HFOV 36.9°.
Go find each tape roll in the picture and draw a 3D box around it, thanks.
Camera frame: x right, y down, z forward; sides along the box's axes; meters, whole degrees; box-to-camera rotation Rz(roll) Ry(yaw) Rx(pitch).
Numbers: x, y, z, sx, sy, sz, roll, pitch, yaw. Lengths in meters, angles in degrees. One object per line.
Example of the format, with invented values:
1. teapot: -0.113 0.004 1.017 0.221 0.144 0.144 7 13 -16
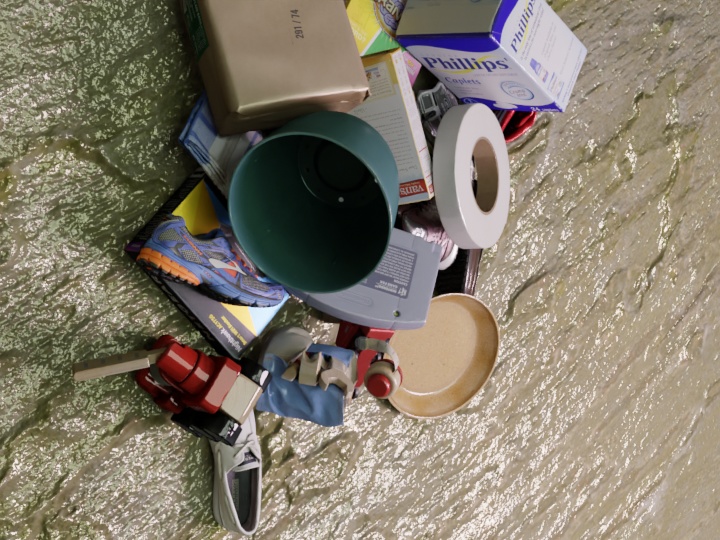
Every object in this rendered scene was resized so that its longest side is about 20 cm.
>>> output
1. tape roll: 0.159 -0.131 1.512 0.202 0.036 0.207 7 82 -60

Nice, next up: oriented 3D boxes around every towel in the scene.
1. towel: -0.143 -0.137 1.369 0.201 0.024 0.148 50 35 -28

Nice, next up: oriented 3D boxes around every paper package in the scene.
1. paper package: -0.109 -0.282 1.325 0.188 0.103 0.203 -13 83 -27

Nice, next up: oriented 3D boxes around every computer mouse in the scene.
1. computer mouse: 0.097 -0.220 1.535 0.111 0.043 0.200 66 25 -7

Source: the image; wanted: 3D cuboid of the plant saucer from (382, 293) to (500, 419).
1. plant saucer: 0.113 0.121 1.584 0.197 0.035 0.204 -11 116 -23

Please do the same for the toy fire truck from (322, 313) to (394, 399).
1. toy fire truck: -0.017 0.069 1.470 0.048 0.142 0.201 6 128 -37

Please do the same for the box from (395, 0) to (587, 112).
1. box: 0.180 -0.314 1.495 0.199 0.182 0.106 33 75 -42

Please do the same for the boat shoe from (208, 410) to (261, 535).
1. boat shoe: -0.159 0.242 1.397 0.071 0.065 0.204 -1 94 -36

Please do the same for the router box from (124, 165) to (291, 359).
1. router box: -0.181 -0.009 1.370 0.150 0.051 0.201 -51 120 -21

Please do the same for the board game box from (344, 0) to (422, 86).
1. board game box: 0.034 -0.349 1.515 0.152 0.040 0.203 32 75 -34

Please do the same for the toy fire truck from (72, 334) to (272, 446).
1. toy fire truck: -0.233 0.124 1.273 0.199 0.175 0.130 38 72 -21

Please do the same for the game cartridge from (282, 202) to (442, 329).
1. game cartridge: 0.000 0.000 1.401 0.197 0.041 0.135 18 65 -5

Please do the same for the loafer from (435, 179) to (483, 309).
1. loafer: 0.165 -0.040 1.617 0.070 0.073 0.204 9 88 -37

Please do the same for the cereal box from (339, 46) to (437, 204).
1. cereal box: 0.014 -0.184 1.450 0.039 0.142 0.203 -41 120 -54

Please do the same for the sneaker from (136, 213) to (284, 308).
1. sneaker: -0.169 -0.008 1.304 0.198 0.075 0.080 26 78 -36

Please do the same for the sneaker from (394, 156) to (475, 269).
1. sneaker: 0.097 -0.107 1.562 0.114 0.075 0.204 8 89 -34

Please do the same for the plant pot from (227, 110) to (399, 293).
1. plant pot: -0.042 -0.100 1.304 0.203 0.198 0.161 65 24 -21

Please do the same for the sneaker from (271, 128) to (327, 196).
1. sneaker: -0.090 -0.192 1.417 0.083 0.076 0.203 -18 91 -29

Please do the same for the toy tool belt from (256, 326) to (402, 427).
1. toy tool belt: -0.055 0.150 1.373 0.123 0.196 0.127 -51 144 -60

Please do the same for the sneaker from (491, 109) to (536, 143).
1. sneaker: 0.240 -0.269 1.630 0.078 0.115 0.203 31 76 -35
